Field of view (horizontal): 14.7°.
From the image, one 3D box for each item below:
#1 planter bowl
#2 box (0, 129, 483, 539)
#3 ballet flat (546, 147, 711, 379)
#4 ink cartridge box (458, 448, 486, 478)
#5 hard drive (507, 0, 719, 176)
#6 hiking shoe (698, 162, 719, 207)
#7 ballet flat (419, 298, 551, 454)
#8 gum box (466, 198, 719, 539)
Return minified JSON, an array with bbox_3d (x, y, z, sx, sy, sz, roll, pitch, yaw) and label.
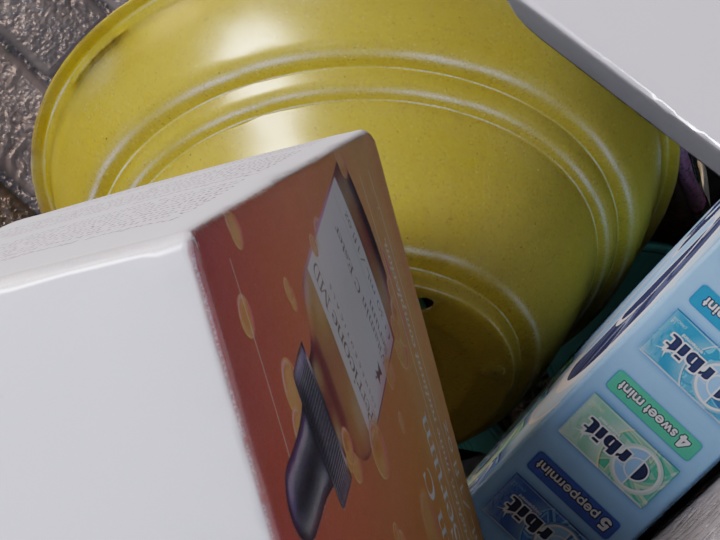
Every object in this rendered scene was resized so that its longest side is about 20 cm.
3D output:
[{"bbox_3d":[0.000,0.000,0.836,0.200,0.200,0.084,-48,32,41],"label":"planter bowl"},{"bbox_3d":[-0.043,0.061,0.655,0.106,0.153,0.200,-14,6,12],"label":"box"},{"bbox_3d":[0.088,-0.031,0.925,0.200,0.069,0.071,76,-155,-50],"label":"ballet flat"},{"bbox_3d":[-0.030,0.078,0.875,0.200,0.037,0.095,-8,8,-40],"label":"ink cartridge box"},{"bbox_3d":[0.147,-0.100,0.658,0.200,0.132,0.027,-46,-32,-5],"label":"hard drive"},{"bbox_3d":[0.163,-0.045,1.053,0.100,0.076,0.200,-18,1,25],"label":"hiking shoe"},{"bbox_3d":[0.020,0.008,0.973,0.068,0.200,0.075,-7,47,40],"label":"ballet flat"},{"bbox_3d":[0.111,0.002,0.780,0.200,0.045,0.170,-49,-3,33],"label":"gum box"}]
